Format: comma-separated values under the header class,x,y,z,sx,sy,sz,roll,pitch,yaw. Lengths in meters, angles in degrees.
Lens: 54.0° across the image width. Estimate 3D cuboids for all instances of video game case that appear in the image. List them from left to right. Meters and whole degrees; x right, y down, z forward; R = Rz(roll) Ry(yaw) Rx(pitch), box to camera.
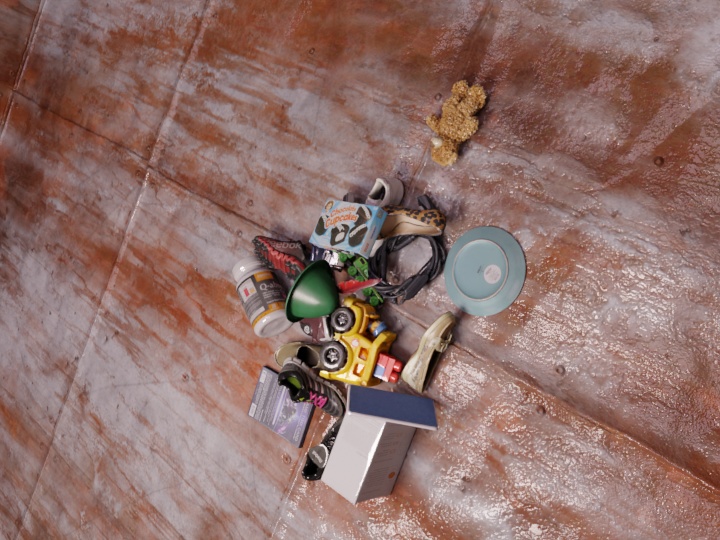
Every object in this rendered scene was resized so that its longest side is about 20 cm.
class,x,y,z,sx,sy,sz,roll,pitch,yaw
video game case,-0.206,0.355,1.849,0.199,0.019,0.144,22,96,35

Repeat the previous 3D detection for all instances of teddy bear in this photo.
class,x,y,z,sx,sy,sz,roll,pitch,yaw
teddy bear,0.213,-0.343,1.623,0.200,0.067,0.145,-52,56,17

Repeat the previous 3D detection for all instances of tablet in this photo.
class,x,y,z,sx,sy,sz,roll,pitch,yaw
tablet,0.069,0.299,1.542,0.198,0.130,0.014,11,108,-3

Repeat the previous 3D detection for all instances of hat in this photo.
class,x,y,z,sx,sy,sz,roll,pitch,yaw
hat,-0.058,0.083,1.614,0.175,0.200,0.166,31,72,21

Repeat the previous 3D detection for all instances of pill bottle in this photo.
class,x,y,z,sx,sy,sz,roll,pitch,yaw
pill bottle,-0.261,0.067,1.870,0.116,0.116,0.201,-41,63,24

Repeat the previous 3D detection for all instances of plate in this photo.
class,x,y,z,sx,sy,sz,roll,pitch,yaw
plate,0.268,0.000,1.560,0.199,0.025,0.202,-7,78,35

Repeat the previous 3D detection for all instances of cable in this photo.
class,x,y,z,sx,sy,sz,roll,pitch,yaw
cable,0.108,-0.024,1.655,0.200,0.051,0.163,-50,52,3

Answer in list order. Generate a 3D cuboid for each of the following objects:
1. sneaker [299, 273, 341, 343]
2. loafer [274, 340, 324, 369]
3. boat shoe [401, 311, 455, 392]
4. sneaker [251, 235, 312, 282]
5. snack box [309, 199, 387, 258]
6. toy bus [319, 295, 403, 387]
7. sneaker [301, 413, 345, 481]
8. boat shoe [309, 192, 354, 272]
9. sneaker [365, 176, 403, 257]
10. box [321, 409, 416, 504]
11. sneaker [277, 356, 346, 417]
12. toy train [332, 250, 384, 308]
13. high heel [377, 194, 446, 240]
class,x,y,z,sx,sy,sz,roll,pitch,yaw
sneaker,-0.119,0.091,1.794,0.115,0.075,0.202,-24,67,38
loafer,-0.149,0.216,1.798,0.199,0.067,0.077,-6,79,34
boat shoe,0.165,0.181,1.584,0.063,0.073,0.201,40,117,26
sneaker,-0.197,-0.044,1.855,0.200,0.098,0.071,29,140,29
snack box,-0.031,-0.101,1.657,0.199,0.037,0.117,14,78,50
toy bus,0.020,0.179,1.656,0.190,0.136,0.202,17,90,23
sneaker,-0.079,0.434,1.700,0.066,0.090,0.201,39,106,26
boat shoe,-0.072,-0.102,1.766,0.092,0.075,0.202,10,89,-1
sneaker,0.032,-0.132,1.701,0.074,0.099,0.202,23,98,33
box,0.023,0.403,1.596,0.106,0.152,0.202,25,97,34
sneaker,-0.124,0.300,1.720,0.199,0.087,0.074,40,126,3
toy train,0.000,0.000,1.710,0.056,0.042,0.201,-36,84,0
high heel,0.094,-0.094,1.612,0.199,0.072,0.143,-28,38,1
